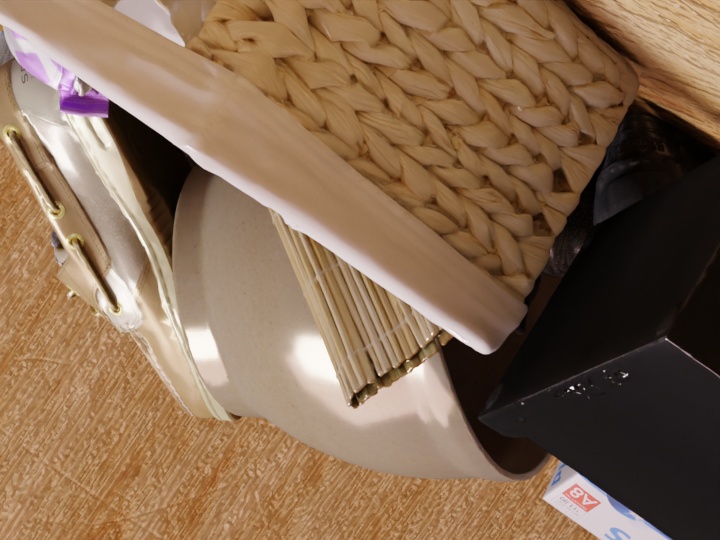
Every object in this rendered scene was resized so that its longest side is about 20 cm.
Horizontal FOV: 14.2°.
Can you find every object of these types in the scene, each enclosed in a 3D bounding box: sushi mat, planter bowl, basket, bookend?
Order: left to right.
[{"bbox_3d":[-0.009,-0.078,1.041,0.135,0.124,0.200,34,180,41],"label":"basket"},{"bbox_3d":[-0.003,-0.047,1.168,0.012,0.096,0.200,24,-146,-46],"label":"sushi mat"},{"bbox_3d":[0.000,0.000,1.275,0.134,0.201,0.200,-8,161,21],"label":"planter bowl"},{"bbox_3d":[0.170,0.057,0.997,0.200,0.092,0.199,35,163,-6],"label":"bookend"}]

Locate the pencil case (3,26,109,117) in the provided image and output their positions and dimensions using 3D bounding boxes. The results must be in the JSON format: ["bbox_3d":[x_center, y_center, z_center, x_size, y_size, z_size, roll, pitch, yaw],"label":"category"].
[{"bbox_3d":[-0.117,-0.143,1.146,0.084,0.086,0.200,9,153,9],"label":"pencil case"}]

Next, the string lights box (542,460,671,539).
[{"bbox_3d":[0.170,0.066,1.166,0.103,0.059,0.200,34,146,-8],"label":"string lights box"}]

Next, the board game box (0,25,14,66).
[{"bbox_3d":[-0.135,-0.134,1.383,0.105,0.103,0.200,37,-156,30],"label":"board game box"}]

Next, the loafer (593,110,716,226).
[{"bbox_3d":[0.157,0.000,1.216,0.068,0.071,0.201,-15,147,26],"label":"loafer"}]

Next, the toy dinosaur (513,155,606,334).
[{"bbox_3d":[0.093,-0.025,1.234,0.077,0.103,0.200,8,-172,25],"label":"toy dinosaur"}]

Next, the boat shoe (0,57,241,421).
[{"bbox_3d":[-0.105,-0.017,1.295,0.074,0.066,0.200,-65,-42,-57],"label":"boat shoe"}]

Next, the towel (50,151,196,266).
[{"bbox_3d":[-0.032,-0.045,1.393,0.166,0.200,0.086,35,-176,-41],"label":"towel"}]
